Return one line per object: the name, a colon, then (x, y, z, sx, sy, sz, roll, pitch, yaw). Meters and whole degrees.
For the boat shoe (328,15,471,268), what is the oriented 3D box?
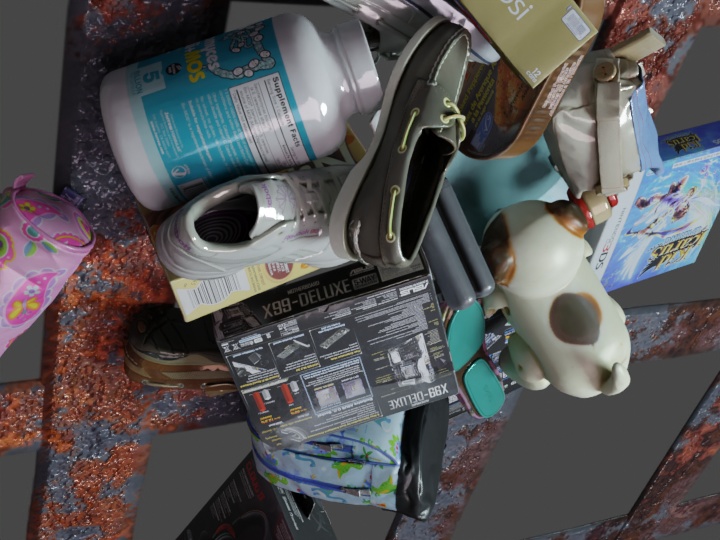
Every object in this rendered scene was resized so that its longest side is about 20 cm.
boat shoe: (0.044, -0.094, 0.747, 0.072, 0.060, 0.203, 44, 66, -56)

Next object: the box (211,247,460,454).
box: (-0.018, 0.076, 0.937, 0.199, 0.050, 0.158, -18, 129, 0)

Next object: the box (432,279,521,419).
box: (0.114, 0.085, 1.158, 0.199, 0.050, 0.199, -22, 135, -12)

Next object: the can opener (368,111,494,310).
can opener: (0.072, -0.064, 0.906, 0.053, 0.201, 0.067, -29, -174, -33)

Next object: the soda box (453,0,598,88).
soda box: (0.083, -0.232, 0.745, 0.064, 0.068, 0.200, -40, 102, 11)

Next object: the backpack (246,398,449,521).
backpack: (-0.020, 0.167, 1.068, 0.199, 0.164, 0.154, -3, 129, 21)

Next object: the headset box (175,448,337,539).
headset box: (-0.115, 0.312, 1.165, 0.075, 0.149, 0.200, 20, 119, -42)

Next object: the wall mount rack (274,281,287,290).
wall mount rack: (0.000, 0.000, 0.994, 0.173, 0.075, 0.199, -28, 144, 35)

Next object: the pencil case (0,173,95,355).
pencil case: (-0.301, 0.018, 0.824, 0.200, 0.088, 0.087, -47, 136, 16)

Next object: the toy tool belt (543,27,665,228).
toy tool belt: (0.238, -0.127, 0.938, 0.122, 0.125, 0.200, -27, 140, 7)

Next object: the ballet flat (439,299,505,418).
ballet flat: (0.100, 0.083, 1.061, 0.069, 0.071, 0.200, -43, 139, -15)

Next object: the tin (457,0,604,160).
tin: (0.134, -0.187, 0.862, 0.042, 0.112, 0.201, -8, 136, -41)

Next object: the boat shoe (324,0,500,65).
boat shoe: (0.024, -0.200, 0.809, 0.201, 0.075, 0.086, 21, 123, -35)

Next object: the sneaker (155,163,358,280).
sneaker: (-0.050, -0.038, 0.758, 0.199, 0.075, 0.100, -16, 174, -19)

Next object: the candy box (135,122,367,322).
candy box: (-0.079, -0.046, 0.865, 0.199, 0.116, 0.055, -22, 139, -11)

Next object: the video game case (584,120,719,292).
video game case: (0.322, -0.065, 1.122, 0.199, 0.045, 0.182, -16, 138, -29)

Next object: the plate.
plate: (0.161, -0.109, 1.018, 0.199, 0.026, 0.201, -17, 137, -16)

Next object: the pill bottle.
pill bottle: (-0.085, -0.125, 0.765, 0.199, 0.111, 0.111, -18, 138, 1)

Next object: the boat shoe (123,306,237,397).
boat shoe: (-0.138, 0.084, 0.997, 0.199, 0.076, 0.074, 10, 130, -27)

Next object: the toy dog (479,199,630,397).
toy dog: (0.179, 0.023, 0.997, 0.139, 0.194, 0.201, -25, 118, 5)
